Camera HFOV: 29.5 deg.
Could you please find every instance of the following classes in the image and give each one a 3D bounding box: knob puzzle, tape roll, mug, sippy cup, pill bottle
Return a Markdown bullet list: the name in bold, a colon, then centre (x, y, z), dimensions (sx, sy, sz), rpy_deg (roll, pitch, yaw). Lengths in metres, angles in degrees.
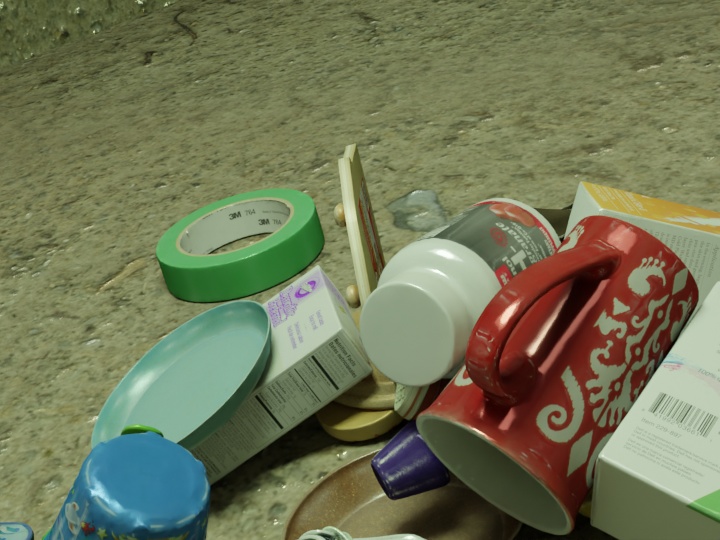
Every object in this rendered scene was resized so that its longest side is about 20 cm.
- **knob puzzle**: centre (0.000, 0.000, 1.184), dimensions (0.030, 0.222, 0.220), rpy_deg (-12, 25, 6)
- **tape roll**: centre (-0.144, -0.033, 1.633), dimensions (0.198, 0.049, 0.201), rpy_deg (-14, 25, 7)
- **mug**: centre (0.151, 0.062, 0.968), dimensions (0.133, 0.178, 0.201), rpy_deg (35, 71, 10)
- **sippy cup**: centre (-0.171, 0.198, 1.022), dimensions (0.139, 0.131, 0.178), rpy_deg (-15, 49, -39)
- **pill bottle**: centre (0.079, 0.019, 1.082), dimensions (0.110, 0.112, 0.200), rpy_deg (-1, 17, 30)

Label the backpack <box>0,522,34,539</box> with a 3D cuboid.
- **backpack**: centre (-0.359, 0.260, 1.052), dimensions (0.198, 0.149, 0.183), rpy_deg (-8, 23, 26)

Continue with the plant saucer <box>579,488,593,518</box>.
- **plant saucer**: centre (0.208, 0.122, 1.103), dimensions (0.198, 0.049, 0.200), rpy_deg (-23, 26, -16)

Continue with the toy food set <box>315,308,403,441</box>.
- **toy food set**: centre (0.050, 0.080, 1.283), dimensions (0.195, 0.049, 0.201), rpy_deg (-14, 25, 5)

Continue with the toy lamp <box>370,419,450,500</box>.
- **toy lamp**: centre (0.101, 0.115, 1.064), dimensions (0.198, 0.059, 0.058), rpy_deg (-27, 26, -9)

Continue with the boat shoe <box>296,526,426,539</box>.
- **boat shoe**: centre (-0.022, 0.208, 0.912), dimensions (0.198, 0.068, 0.073), rpy_deg (-16, 29, -37)

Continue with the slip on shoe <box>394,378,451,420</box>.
- **slip on shoe**: centre (0.072, 0.071, 1.174), dimensions (0.061, 0.075, 0.200), rpy_deg (25, 27, -4)

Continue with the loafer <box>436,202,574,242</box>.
- **loafer**: centre (0.161, -0.036, 1.424), dimensions (0.198, 0.072, 0.073), rpy_deg (-19, 25, -4)

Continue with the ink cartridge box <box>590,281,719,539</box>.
- **ink cartridge box**: centre (0.271, 0.118, 0.954), dimensions (0.144, 0.088, 0.200), rpy_deg (24, 53, 26)

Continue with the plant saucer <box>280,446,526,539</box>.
- **plant saucer**: centre (0.037, 0.202, 1.058), dimensions (0.198, 0.037, 0.201), rpy_deg (-14, 26, 7)

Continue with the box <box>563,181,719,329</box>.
- **box**: centre (0.272, 0.003, 1.132), dimensions (0.197, 0.099, 0.124), rpy_deg (13, 13, -2)

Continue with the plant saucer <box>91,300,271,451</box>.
- **plant saucer**: centre (-0.155, 0.106, 1.224), dimensions (0.199, 0.028, 0.201), rpy_deg (-30, 27, 17)

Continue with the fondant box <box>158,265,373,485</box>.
- **fondant box**: centre (-0.094, 0.098, 1.256), dimensions (0.199, 0.058, 0.145), rpy_deg (-34, 25, 4)
